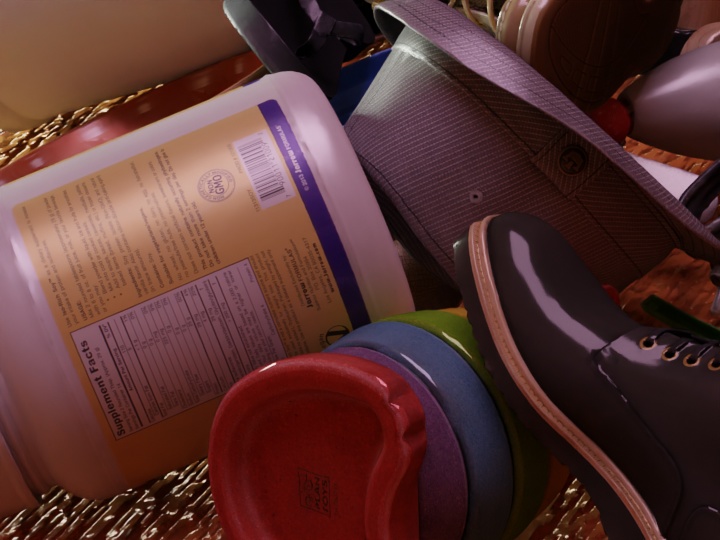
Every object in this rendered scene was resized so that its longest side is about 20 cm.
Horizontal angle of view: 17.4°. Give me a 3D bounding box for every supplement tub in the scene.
[{"bbox_3d":[-0.088,0.013,1.026,0.199,0.146,0.145,-23,28,-4],"label":"supplement tub"}]

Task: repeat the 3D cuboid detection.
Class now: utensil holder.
[{"bbox_3d":[-0.140,-0.187,1.385,0.199,0.170,0.170,-13,22,22],"label":"utensil holder"}]

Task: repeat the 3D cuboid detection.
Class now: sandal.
[{"bbox_3d":[-0.026,-0.138,1.265,0.043,0.076,0.200,-38,8,17],"label":"sandal"}]

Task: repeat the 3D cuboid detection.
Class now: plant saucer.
[{"bbox_3d":[-0.126,-0.065,1.278,0.200,0.032,0.200,-25,12,6],"label":"plant saucer"}]

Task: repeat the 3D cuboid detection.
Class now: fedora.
[{"bbox_3d":[0.064,-0.032,1.060,0.090,0.200,0.177,-50,26,-2],"label":"fedora"}]

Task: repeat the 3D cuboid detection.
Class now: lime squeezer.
[{"bbox_3d":[0.185,0.033,1.044,0.038,0.071,0.200,-56,11,-15],"label":"lime squeezer"}]

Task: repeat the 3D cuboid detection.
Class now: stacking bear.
[{"bbox_3d":[0.046,0.064,0.963,0.113,0.122,0.200,14,24,42],"label":"stacking bear"}]

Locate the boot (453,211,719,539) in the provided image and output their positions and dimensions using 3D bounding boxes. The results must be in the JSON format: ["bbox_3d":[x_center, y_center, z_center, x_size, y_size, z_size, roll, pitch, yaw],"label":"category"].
[{"bbox_3d":[0.133,0.031,0.873,0.077,0.138,0.200,-12,62,-53],"label":"boot"}]

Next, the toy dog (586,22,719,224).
[{"bbox_3d":[0.164,-0.059,1.215,0.199,0.097,0.132,-20,14,1],"label":"toy dog"}]

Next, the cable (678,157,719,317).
[{"bbox_3d":[0.215,-0.061,1.151,0.097,0.050,0.201,1,54,33],"label":"cable"}]

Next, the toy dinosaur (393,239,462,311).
[{"bbox_3d":[0.000,0.000,1.120,0.199,0.058,0.102,-9,69,-11],"label":"toy dinosaur"}]

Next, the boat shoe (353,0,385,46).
[{"bbox_3d":[-0.067,-0.167,1.492,0.199,0.073,0.072,-8,27,-4],"label":"boat shoe"}]

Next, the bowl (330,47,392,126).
[{"bbox_3d":[-0.012,-0.073,1.252,0.200,0.039,0.201,-24,13,6],"label":"bowl"}]

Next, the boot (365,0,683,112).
[{"bbox_3d":[0.064,-0.139,1.161,0.154,0.072,0.200,19,20,19],"label":"boot"}]

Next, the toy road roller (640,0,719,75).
[{"bbox_3d":[0.174,-0.189,1.438,0.199,0.123,0.146,16,19,37],"label":"toy road roller"}]
